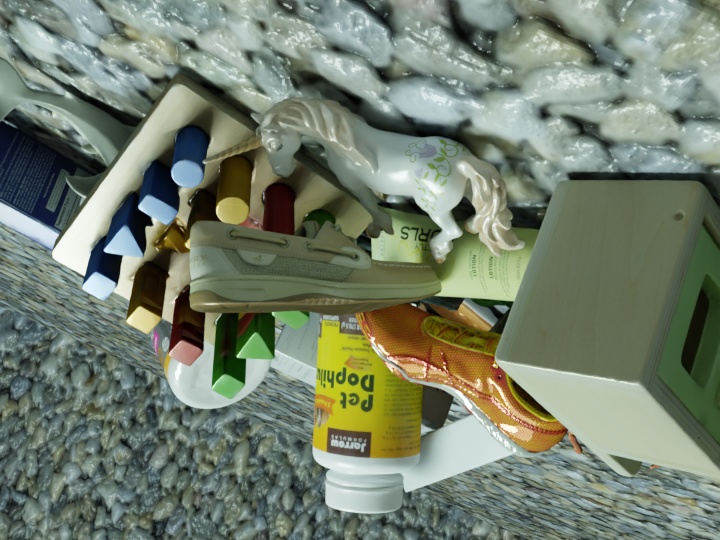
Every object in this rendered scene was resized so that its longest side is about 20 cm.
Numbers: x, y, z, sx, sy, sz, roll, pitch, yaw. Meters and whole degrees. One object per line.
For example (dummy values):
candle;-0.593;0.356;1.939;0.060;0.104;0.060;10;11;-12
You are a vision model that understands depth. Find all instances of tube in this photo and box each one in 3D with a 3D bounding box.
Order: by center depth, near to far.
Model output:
tube;0.073;-0.008;0.745;0.198;0.059;0.052;8;151;49

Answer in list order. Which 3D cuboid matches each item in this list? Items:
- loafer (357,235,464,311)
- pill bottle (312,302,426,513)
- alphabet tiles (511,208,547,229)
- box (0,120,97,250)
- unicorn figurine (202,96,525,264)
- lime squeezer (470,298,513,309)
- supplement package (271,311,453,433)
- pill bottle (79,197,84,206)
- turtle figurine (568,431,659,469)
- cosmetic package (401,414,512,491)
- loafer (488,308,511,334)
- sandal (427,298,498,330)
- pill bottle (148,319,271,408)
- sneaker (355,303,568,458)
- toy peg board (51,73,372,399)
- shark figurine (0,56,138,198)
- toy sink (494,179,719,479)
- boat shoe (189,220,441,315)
loafer;0.000;0.000;0.865;0.197;0.064;0.072;23;-171;11
pill bottle;0.008;0.128;0.949;0.107;0.205;0.109;3;179;0
alphabet tiles;0.188;0.000;0.730;0.197;0.008;0.167;12;160;34
box;-0.327;-0.076;1.027;0.198;0.122;0.032;32;122;-23
unicorn figurine;0.013;-0.067;0.671;0.196;0.075;0.138;1;150;19
lime squeezer;0.116;-0.001;0.775;0.198;0.038;0.072;8;125;46
supplement package;0.010;0.088;1.069;0.197;0.111;0.114;24;164;-3
pill bottle;-0.190;-0.025;0.947;0.198;0.113;0.113;32;171;32
turtle figurine;0.317;0.166;0.969;0.198;0.066;0.160;19;165;-37
cosmetic package;0.145;0.161;0.977;0.149;0.053;0.199;-15;167;-37
loafer;0.153;0.048;0.803;0.076;0.068;0.199;37;145;-13
sandal;0.121;0.079;0.976;0.205;0.060;0.078;35;161;-33
pill bottle;-0.180;0.043;1.051;0.116;0.116;0.201;40;-170;-46
sneaker;0.087;0.068;0.778;0.198;0.073;0.078;31;126;-2
toy peg board;-0.119;-0.009;0.771;0.197;0.099;0.200;31;119;-26
shark figurine;-0.221;-0.120;0.849;0.214;0.129;0.089;45;134;-9
toy sink;0.197;0.051;0.628;0.111;0.132;0.200;6;153;44
boat shoe;-0.027;-0.005;0.686;0.196;0.067;0.072;1;170;-29
